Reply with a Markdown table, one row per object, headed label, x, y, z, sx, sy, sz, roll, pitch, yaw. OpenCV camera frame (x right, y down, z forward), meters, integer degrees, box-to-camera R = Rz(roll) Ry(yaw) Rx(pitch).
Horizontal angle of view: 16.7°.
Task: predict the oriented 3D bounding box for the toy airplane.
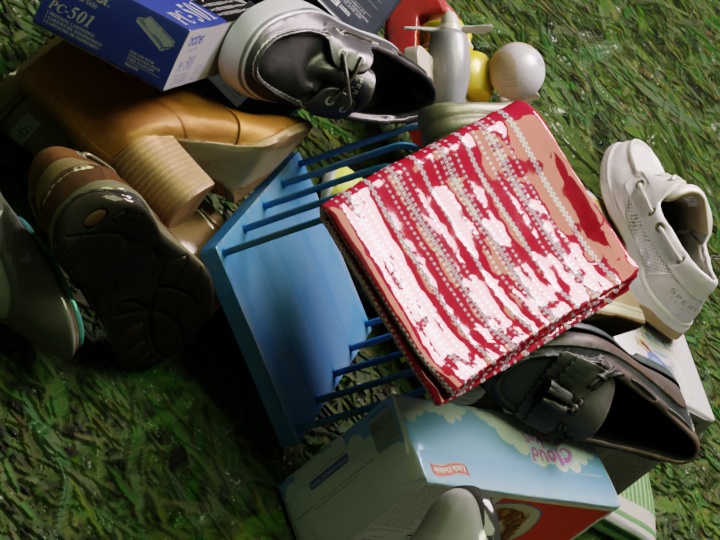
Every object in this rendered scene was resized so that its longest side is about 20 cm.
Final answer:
| label | x | y | z | sx | sy | sz | roll | pitch | yaw |
| --- | --- | --- | --- | --- | --- | --- | --- | --- | --- |
| toy airplane | 0.082 | -0.122 | 1.898 | 0.200 | 0.140 | 0.200 | 60 | 11 | -21 |

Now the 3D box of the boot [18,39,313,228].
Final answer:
| label | x | y | z | sx | sy | sz | roll | pitch | yaw |
| --- | --- | --- | --- | --- | --- | --- | --- | --- | --- |
| boot | -0.123 | -0.108 | 1.578 | 0.144 | 0.071 | 0.201 | 46 | 29 | 8 |

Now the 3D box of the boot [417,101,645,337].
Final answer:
| label | x | y | z | sx | sy | sz | roll | pitch | yaw |
| --- | --- | --- | --- | --- | --- | --- | --- | --- | --- |
| boot | 0.114 | -0.030 | 1.636 | 0.199 | 0.072 | 0.156 | 12 | 60 | -52 |

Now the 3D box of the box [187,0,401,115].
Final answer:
| label | x | y | z | sx | sy | sz | roll | pitch | yaw |
| --- | --- | --- | --- | --- | --- | --- | --- | --- | --- |
| box | -0.053 | -0.191 | 1.793 | 0.107 | 0.148 | 0.200 | 45 | 31 | -8 |

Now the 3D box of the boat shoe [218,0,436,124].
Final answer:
| label | x | y | z | sx | sy | sz | roll | pitch | yaw |
| --- | --- | --- | --- | --- | --- | --- | --- | --- | --- |
| boat shoe | -0.015 | -0.127 | 1.610 | 0.066 | 0.070 | 0.200 | 29 | 8 | 30 |

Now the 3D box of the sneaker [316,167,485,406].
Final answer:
| label | x | y | z | sx | sy | sz | roll | pitch | yaw |
| --- | --- | --- | --- | --- | --- | --- | --- | --- | --- |
| sneaker | 0.042 | 0.001 | 1.775 | 0.201 | 0.076 | 0.075 | 54 | 32 | 10 |

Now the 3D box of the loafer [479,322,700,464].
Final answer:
| label | x | y | z | sx | sy | sz | roll | pitch | yaw |
| --- | --- | --- | --- | --- | --- | --- | --- | --- | --- |
| loafer | 0.157 | 0.084 | 1.610 | 0.199 | 0.072 | 0.063 | 16 | 31 | -46 |

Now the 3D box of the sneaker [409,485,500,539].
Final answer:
| label | x | y | z | sx | sy | sz | roll | pitch | yaw |
| --- | --- | --- | --- | --- | --- | --- | --- | --- | --- |
| sneaker | 0.007 | 0.211 | 1.412 | 0.107 | 0.067 | 0.203 | 21 | 84 | -30 |

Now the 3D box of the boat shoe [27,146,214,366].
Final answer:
| label | x | y | z | sx | sy | sz | roll | pitch | yaw |
| --- | --- | --- | --- | --- | --- | --- | --- | --- | --- |
| boat shoe | -0.145 | -0.013 | 1.479 | 0.074 | 0.075 | 0.200 | 51 | -9 | 29 |

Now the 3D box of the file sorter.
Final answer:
| label | x | y | z | sx | sy | sz | roll | pitch | yaw |
| --- | --- | --- | --- | --- | --- | --- | --- | --- | --- |
| file sorter | 0.000 | 0.000 | 1.614 | 0.140 | 0.122 | 0.200 | 67 | 21 | -14 |

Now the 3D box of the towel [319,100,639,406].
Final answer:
| label | x | y | z | sx | sy | sz | roll | pitch | yaw |
| --- | --- | --- | --- | --- | --- | --- | --- | --- | --- |
| towel | 0.078 | -0.016 | 1.525 | 0.199 | 0.022 | 0.145 | -29 | 85 | -41 |

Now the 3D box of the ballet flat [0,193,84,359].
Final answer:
| label | x | y | z | sx | sy | sz | roll | pitch | yaw |
| --- | --- | --- | --- | --- | --- | --- | --- | --- | --- |
| ballet flat | -0.234 | -0.024 | 1.469 | 0.063 | 0.067 | 0.201 | -18 | 68 | -29 |

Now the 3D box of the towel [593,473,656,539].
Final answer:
| label | x | y | z | sx | sy | sz | roll | pitch | yaw |
| --- | --- | --- | --- | --- | --- | --- | --- | --- | --- |
| towel | 0.158 | 0.111 | 1.859 | 0.152 | 0.023 | 0.201 | 28 | 35 | -33 |

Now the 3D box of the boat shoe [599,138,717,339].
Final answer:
| label | x | y | z | sx | sy | sz | roll | pitch | yaw |
| --- | --- | --- | --- | --- | --- | --- | --- | --- | --- |
| boat shoe | 0.228 | -0.036 | 1.806 | 0.071 | 0.069 | 0.201 | 31 | 31 | -30 |

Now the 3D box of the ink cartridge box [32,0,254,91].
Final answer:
| label | x | y | z | sx | sy | sz | roll | pitch | yaw |
| --- | --- | --- | --- | --- | --- | --- | --- | --- | --- |
| ink cartridge box | -0.129 | -0.160 | 1.552 | 0.094 | 0.044 | 0.200 | 28 | 13 | 5 |

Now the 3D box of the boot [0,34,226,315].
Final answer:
| label | x | y | z | sx | sy | sz | roll | pitch | yaw |
| --- | --- | --- | --- | --- | --- | --- | --- | --- | --- |
| boot | -0.145 | -0.072 | 1.630 | 0.200 | 0.066 | 0.175 | 46 | 39 | -7 |

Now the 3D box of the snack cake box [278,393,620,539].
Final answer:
| label | x | y | z | sx | sy | sz | roll | pitch | yaw |
| --- | --- | --- | --- | --- | --- | --- | --- | --- | --- |
| snack cake box | 0.060 | 0.146 | 1.595 | 0.199 | 0.115 | 0.068 | 13 | 46 | -46 |

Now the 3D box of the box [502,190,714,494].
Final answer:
| label | x | y | z | sx | sy | sz | roll | pitch | yaw |
| --- | --- | --- | --- | --- | --- | --- | --- | --- | --- |
| box | 0.163 | 0.048 | 1.797 | 0.101 | 0.112 | 0.201 | 27 | 35 | -37 |
